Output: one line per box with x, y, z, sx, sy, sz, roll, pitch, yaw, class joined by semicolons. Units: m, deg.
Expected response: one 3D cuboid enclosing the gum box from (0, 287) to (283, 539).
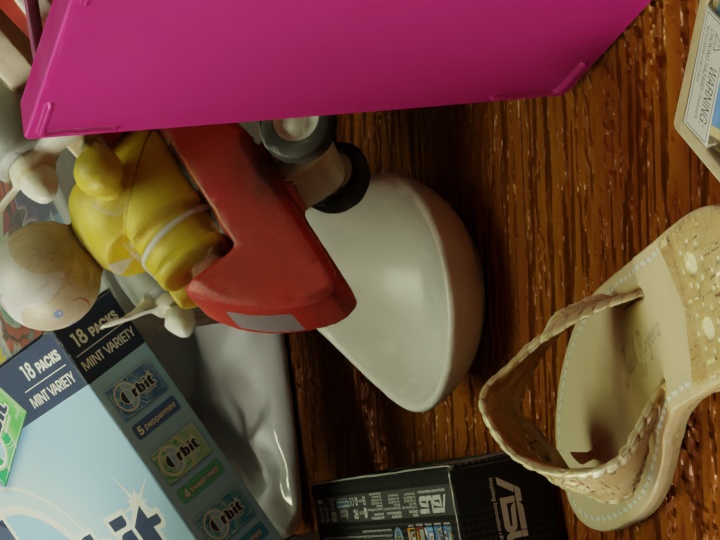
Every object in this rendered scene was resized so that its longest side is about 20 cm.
-0.115;0.128;1.005;0.201;0.044;0.170;54;137;-3;gum box

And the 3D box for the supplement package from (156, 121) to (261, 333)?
-0.085;-0.077;1.063;0.109;0.113;0.202;-176;79;-70;supplement package

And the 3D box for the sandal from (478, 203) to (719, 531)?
0.074;0.036;0.711;0.212;0.069;0.078;122;137;-62;sandal

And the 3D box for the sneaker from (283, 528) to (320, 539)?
-0.034;0.217;1.103;0.084;0.080;0.201;61;153;33;sneaker

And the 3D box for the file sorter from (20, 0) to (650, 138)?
-0.012;-0.133;0.696;0.139;0.198;0.127;132;129;-66;file sorter

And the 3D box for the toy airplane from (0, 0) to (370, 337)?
-0.110;-0.045;0.878;0.142;0.200;0.199;-54;25;-6;toy airplane

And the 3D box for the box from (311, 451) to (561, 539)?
0.038;0.163;0.916;0.200;0.044;0.162;154;105;-71;box

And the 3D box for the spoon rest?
0.000;0.000;0.931;0.200;0.060;0.100;-151;55;-68;spoon rest

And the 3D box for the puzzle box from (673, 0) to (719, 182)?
0.136;-0.086;0.546;0.133;0.025;0.201;-122;29;-48;puzzle box

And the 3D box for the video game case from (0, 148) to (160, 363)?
-0.166;0.015;1.081;0.201;0.023;0.183;59;144;34;video game case

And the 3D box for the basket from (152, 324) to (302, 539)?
-0.119;0.055;1.193;0.123;0.134;0.202;180;82;-73;basket
